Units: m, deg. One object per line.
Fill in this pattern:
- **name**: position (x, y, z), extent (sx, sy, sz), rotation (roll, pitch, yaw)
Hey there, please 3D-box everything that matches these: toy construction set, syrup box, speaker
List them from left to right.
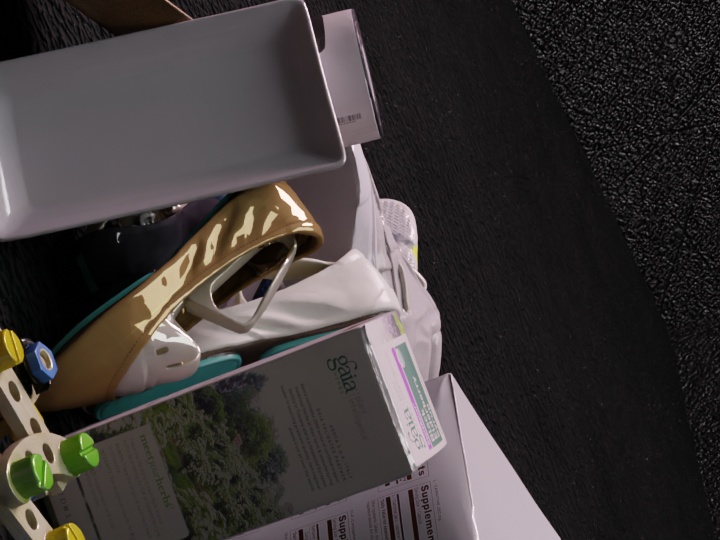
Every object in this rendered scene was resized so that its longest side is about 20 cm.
- **toy construction set**: position (-0.184, 0.048, 0.920), extent (0.131, 0.092, 0.201), rotation (-72, 151, -68)
- **speaker**: position (-0.091, -0.093, 1.206), extent (0.081, 0.199, 0.082), rotation (-13, 90, -86)
- **syrup box**: position (-0.063, 0.093, 1.064), extent (0.081, 0.199, 0.079), rotation (-18, 87, -76)

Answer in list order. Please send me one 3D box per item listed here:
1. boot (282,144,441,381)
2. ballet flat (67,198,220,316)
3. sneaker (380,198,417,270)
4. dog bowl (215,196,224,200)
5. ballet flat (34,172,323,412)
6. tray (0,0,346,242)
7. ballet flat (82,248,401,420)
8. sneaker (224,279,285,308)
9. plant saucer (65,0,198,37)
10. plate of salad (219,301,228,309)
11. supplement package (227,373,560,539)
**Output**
- **boot**: position (0.000, 0.000, 1.281), extent (0.095, 0.073, 0.201), rotation (-4, 88, -58)
- **ballet flat**: position (-0.127, -0.022, 1.260), extent (0.073, 0.073, 0.200), rotation (68, 21, -8)
- **sneaker**: position (0.002, 0.048, 1.595), extent (0.105, 0.075, 0.201), rotation (72, 32, -67)
- **dog bowl**: position (-0.060, -0.021, 1.426), extent (0.112, 0.049, 0.200), rotation (-53, 133, -26)
- **ballet flat**: position (-0.095, 0.021, 1.109), extent (0.063, 0.200, 0.069), rotation (40, -27, 10)
- **tray**: position (-0.116, -0.082, 1.141), extent (0.022, 0.199, 0.108), rotation (95, -18, -72)
- **ballet flat**: position (-0.074, 0.033, 1.183), extent (0.069, 0.199, 0.070), rotation (165, -90, -70)
- **sneaker**: position (-0.025, 0.024, 1.349), extent (0.112, 0.073, 0.200), rotation (56, 39, -25)
- **plant saucer**: position (-0.178, -0.184, 1.200), extent (0.200, 0.036, 0.200), rotation (36, 3, -2)
- **plate of salad**: position (-0.076, 0.093, 1.332), extent (0.200, 0.048, 0.200), rotation (54, 13, -18)
- **supplement package**: position (0.005, 0.196, 1.183), extent (0.191, 0.199, 0.148), rotation (57, 19, -44)
